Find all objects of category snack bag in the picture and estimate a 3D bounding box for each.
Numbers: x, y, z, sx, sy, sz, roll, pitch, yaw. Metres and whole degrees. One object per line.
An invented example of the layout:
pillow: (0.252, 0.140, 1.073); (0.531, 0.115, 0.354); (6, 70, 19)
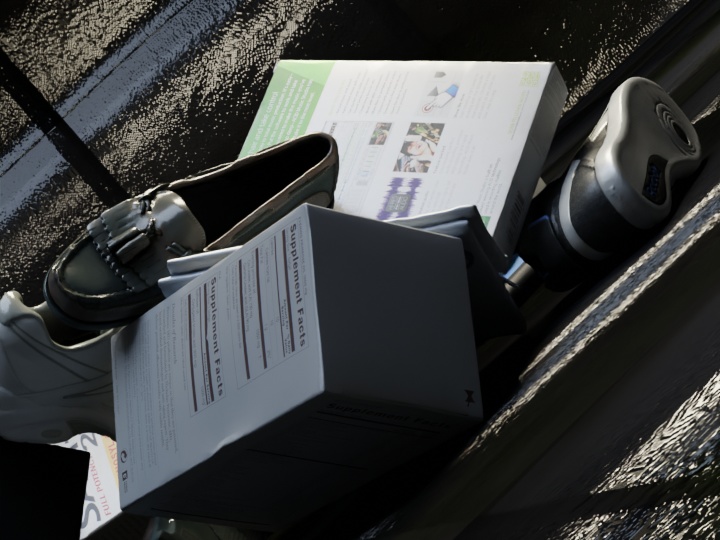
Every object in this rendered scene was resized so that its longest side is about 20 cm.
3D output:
snack bag: (-0.001, 0.017, 1.479); (0.187, 0.022, 0.200); (-12, -22, 12)

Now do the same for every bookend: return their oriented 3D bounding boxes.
bookend: (-0.243, 0.219, 1.524); (0.200, 0.092, 0.200); (141, 137, -64)

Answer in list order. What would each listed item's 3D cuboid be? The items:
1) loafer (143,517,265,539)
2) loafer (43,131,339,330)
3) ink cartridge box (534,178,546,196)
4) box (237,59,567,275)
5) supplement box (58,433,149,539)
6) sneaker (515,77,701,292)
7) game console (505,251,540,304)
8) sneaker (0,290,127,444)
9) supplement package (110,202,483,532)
loafer: (-0.108, 0.176, 1.476); (0.063, 0.072, 0.200); (-49, 2, 14)
loafer: (-0.097, -0.032, 1.467); (0.199, 0.072, 0.063); (-26, -24, -31)
ink cartridge box: (0.052, -0.028, 1.913); (0.146, 0.084, 0.200); (-39, 3, 21)
box: (0.017, -0.067, 1.563); (0.199, 0.036, 0.145); (4, 55, 27)
supplement box: (-0.140, 0.128, 1.633); (0.200, 0.074, 0.126); (-35, 41, 8)
sneaker: (0.144, -0.051, 1.573); (0.112, 0.073, 0.200); (-39, 4, 24)
game console: (0.086, 0.021, 1.836); (0.177, 0.031, 0.200); (-41, 3, 45)
sneaker: (-0.141, 0.053, 1.498); (0.199, 0.078, 0.100); (3, -61, -42)
supplement package: (-0.039, 0.059, 1.391); (0.113, 0.110, 0.200); (12, -29, -36)
